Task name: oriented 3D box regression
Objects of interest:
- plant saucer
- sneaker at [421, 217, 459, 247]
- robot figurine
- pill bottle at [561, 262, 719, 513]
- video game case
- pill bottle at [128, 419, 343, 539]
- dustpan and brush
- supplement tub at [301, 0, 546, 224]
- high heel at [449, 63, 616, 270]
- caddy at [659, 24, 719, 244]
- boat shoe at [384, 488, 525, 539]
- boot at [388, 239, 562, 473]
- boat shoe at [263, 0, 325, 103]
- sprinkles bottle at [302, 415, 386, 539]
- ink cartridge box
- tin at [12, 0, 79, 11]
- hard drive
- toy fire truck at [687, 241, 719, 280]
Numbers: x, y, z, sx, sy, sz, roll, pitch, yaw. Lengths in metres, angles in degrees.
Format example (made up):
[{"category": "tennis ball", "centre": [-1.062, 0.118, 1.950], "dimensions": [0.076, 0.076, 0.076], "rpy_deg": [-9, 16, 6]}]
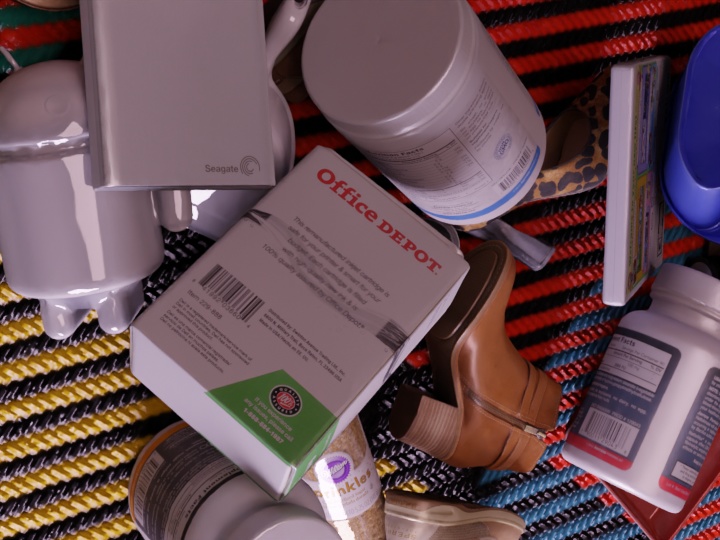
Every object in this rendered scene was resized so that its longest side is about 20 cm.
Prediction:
[{"category": "plant saucer", "centre": [0.303, 0.144, 1.197], "dimensions": [0.200, 0.037, 0.200], "rpy_deg": [-49, 120, -12]}, {"category": "sneaker", "centre": [0.000, 0.000, 0.962], "dimensions": [0.198, 0.077, 0.079], "rpy_deg": [-19, 82, -26]}, {"category": "robot figurine", "centre": [-0.200, -0.057, 0.828], "dimensions": [0.167, 0.113, 0.203], "rpy_deg": [-6, 106, 1]}, {"category": "pill bottle", "centre": [0.275, 0.104, 1.083], "dimensions": [0.119, 0.119, 0.202], "rpy_deg": [27, 87, -30]}, {"category": "video game case", "centre": [0.248, -0.087, 1.067], "dimensions": [0.182, 0.022, 0.203], "rpy_deg": [-26, 119, -63]}, {"category": "pill bottle", "centre": [-0.093, 0.191, 0.890], "dimensions": [0.115, 0.199, 0.118], "rpy_deg": [-7, 105, -27]}, {"category": "dustpan and brush", "centre": [-0.089, -0.120, 0.883], "dimensions": [0.138, 0.058, 0.200], "rpy_deg": [24, 126, -21]}, {"category": "supplement tub", "centre": [0.054, -0.127, 0.906], "dimensions": [0.133, 0.131, 0.200], "rpy_deg": [-60, 148, -5]}, {"category": "high heel", "centre": [0.148, -0.114, 1.037], "dimensions": [0.142, 0.071, 0.202], "rpy_deg": [27, 90, -30]}, {"category": "caddy", "centre": [0.346, -0.123, 1.075], "dimensions": [0.140, 0.105, 0.202], "rpy_deg": [9, 74, 11]}, {"category": "boat shoe", "centre": [0.079, 0.233, 1.046], "dimensions": [0.199, 0.071, 0.065], "rpy_deg": [21, 77, -51]}, {"category": "boot", "centre": [0.128, 0.085, 1.060], "dimensions": [0.154, 0.077, 0.202], "rpy_deg": [20, 93, -29]}, {"category": "boat shoe", "centre": [-0.010, -0.215, 0.930], "dimensions": [0.200, 0.076, 0.072], "rpy_deg": [-46, 122, -3]}, {"category": "sprinkles bottle", "centre": [-0.026, 0.146, 0.980], "dimensions": [0.068, 0.068, 0.202], "rpy_deg": [-30, 122, -21]}, {"category": "ink cartridge box", "centre": [-0.041, 0.033, 0.833], "dimensions": [0.146, 0.084, 0.200], "rpy_deg": [39, 62, 10]}, {"category": "tin", "centre": [-0.180, -0.250, 0.843], "dimensions": [0.198, 0.042, 0.113], "rpy_deg": [-21, 106, -25]}, {"category": "hard drive", "centre": [-0.122, -0.155, 0.798], "dimensions": [0.131, 0.027, 0.203], "rpy_deg": [-3, 89, -38]}, {"category": "toy fire truck", "centre": [0.427, -0.038, 1.132], "dimensions": [0.127, 0.199, 0.178], "rpy_deg": [-4, 102, -28]}]
